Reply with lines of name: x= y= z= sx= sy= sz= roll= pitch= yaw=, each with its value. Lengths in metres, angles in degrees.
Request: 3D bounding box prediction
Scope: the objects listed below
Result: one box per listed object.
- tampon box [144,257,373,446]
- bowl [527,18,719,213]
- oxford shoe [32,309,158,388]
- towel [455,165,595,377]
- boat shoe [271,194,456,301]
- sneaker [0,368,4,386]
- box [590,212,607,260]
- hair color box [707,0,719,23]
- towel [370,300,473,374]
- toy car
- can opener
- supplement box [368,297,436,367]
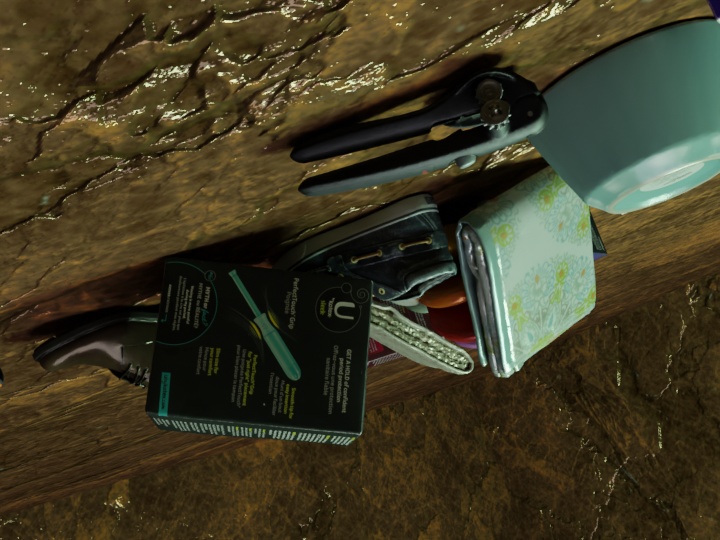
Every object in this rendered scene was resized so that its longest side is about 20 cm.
tampon box: x=-0.097 y=0.085 z=0.882 sx=0.198 sy=0.151 sz=0.126 roll=7 pitch=164 yaw=-6
bowl: x=0.253 y=-0.121 z=0.798 sx=0.199 sy=0.106 sz=0.201 roll=-18 pitch=167 yaw=-4
oxford shoe: x=-0.245 y=0.087 z=0.959 sx=0.199 sy=0.085 sz=0.073 roll=-8 pitch=164 yaw=-36
towel: x=0.184 y=-0.003 z=0.975 sx=0.171 sy=0.201 sz=0.048 roll=-32 pitch=-145 yaw=-30
boat shoe: x=0.000 y=0.000 z=0.943 sx=0.199 sy=0.092 sz=0.071 roll=-24 pitch=166 yaw=19
sneaker: x=-0.402 y=0.095 z=0.811 sx=0.111 sy=0.078 sz=0.200 roll=-26 pitch=177 yaw=10
box: x=0.214 y=-0.016 z=1.227 sx=0.199 sy=0.079 sz=0.141 roll=-28 pitch=162 yaw=31
hair color box: x=0.312 y=-0.207 z=0.627 sx=0.109 sy=0.065 sz=0.199 roll=-29 pitch=166 yaw=33
towel: x=0.031 y=0.068 z=1.095 sx=0.199 sy=0.035 sz=0.132 roll=30 pitch=171 yaw=-20
toy car: x=0.122 y=0.017 z=1.058 sx=0.174 sy=0.151 sz=0.200 roll=-23 pitch=167 yaw=12
can opener: x=0.045 y=-0.097 z=0.677 sx=0.199 sy=0.064 sz=0.079 roll=-20 pitch=167 yaw=0
supplement box: x=0.007 y=0.074 z=1.213 sx=0.199 sy=0.110 sz=0.061 roll=-17 pitch=166 yaw=-9
